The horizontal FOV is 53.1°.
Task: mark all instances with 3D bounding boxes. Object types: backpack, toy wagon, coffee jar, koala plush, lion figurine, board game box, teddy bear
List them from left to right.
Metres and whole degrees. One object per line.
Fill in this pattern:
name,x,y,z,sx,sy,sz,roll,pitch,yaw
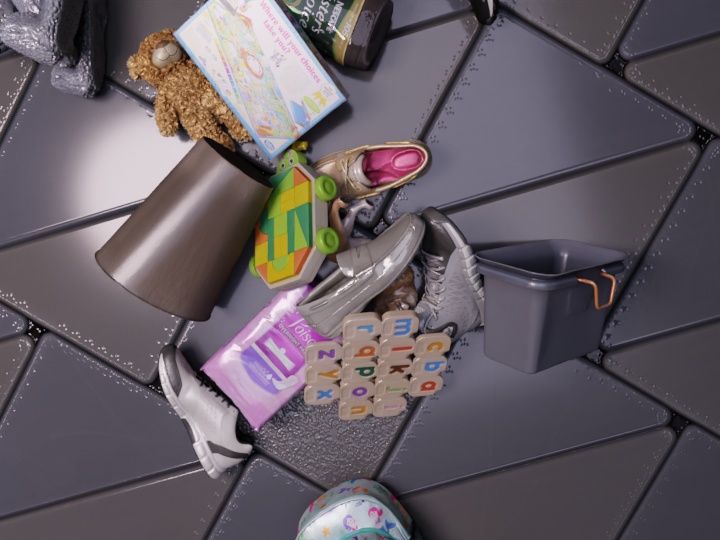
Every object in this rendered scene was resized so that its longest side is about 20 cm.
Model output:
koala plush,-0.449,-0.340,0.933,0.196,0.177,0.187,4,83,2
teddy bear,-0.224,-0.240,0.976,0.143,0.067,0.203,-24,95,1
board game box,-0.126,-0.264,0.927,0.134,0.034,0.201,-33,104,19
toy wagon,-0.094,-0.078,0.952,0.154,0.039,0.204,-17,69,44
coffee jar,-0.059,-0.345,0.953,0.197,0.085,0.106,23,96,-1
backpack,0.002,0.400,0.987,0.176,0.151,0.202,-32,88,5
lion figurine,0.005,-0.019,0.975,0.199,0.073,0.123,36,117,-4

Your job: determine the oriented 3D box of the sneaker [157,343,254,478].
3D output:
sneaker,-0.217,0.187,1.014,0.079,0.074,0.202,-26,102,1

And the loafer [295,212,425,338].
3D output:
loafer,0.000,0.000,0.903,0.070,0.070,0.200,39,102,-20

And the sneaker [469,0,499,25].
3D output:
sneaker,0.122,-0.416,0.957,0.089,0.070,0.203,-16,94,18

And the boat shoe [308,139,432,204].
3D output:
boat shoe,0.002,-0.136,0.976,0.197,0.069,0.075,-18,94,3

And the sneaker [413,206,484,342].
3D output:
sneaker,0.098,0.024,0.941,0.115,0.075,0.201,-36,122,-9

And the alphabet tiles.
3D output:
alphabet tiles,0.021,0.130,0.960,0.192,0.015,0.202,-4,132,-9

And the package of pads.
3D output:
package of pads,-0.109,0.110,0.997,0.200,0.076,0.121,-42,95,5

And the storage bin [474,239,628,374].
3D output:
storage bin,0.248,0.046,0.923,0.198,0.144,0.137,-11,110,-39

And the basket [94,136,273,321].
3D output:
basket,-0.213,-0.059,0.940,0.179,0.136,0.201,30,101,-42
